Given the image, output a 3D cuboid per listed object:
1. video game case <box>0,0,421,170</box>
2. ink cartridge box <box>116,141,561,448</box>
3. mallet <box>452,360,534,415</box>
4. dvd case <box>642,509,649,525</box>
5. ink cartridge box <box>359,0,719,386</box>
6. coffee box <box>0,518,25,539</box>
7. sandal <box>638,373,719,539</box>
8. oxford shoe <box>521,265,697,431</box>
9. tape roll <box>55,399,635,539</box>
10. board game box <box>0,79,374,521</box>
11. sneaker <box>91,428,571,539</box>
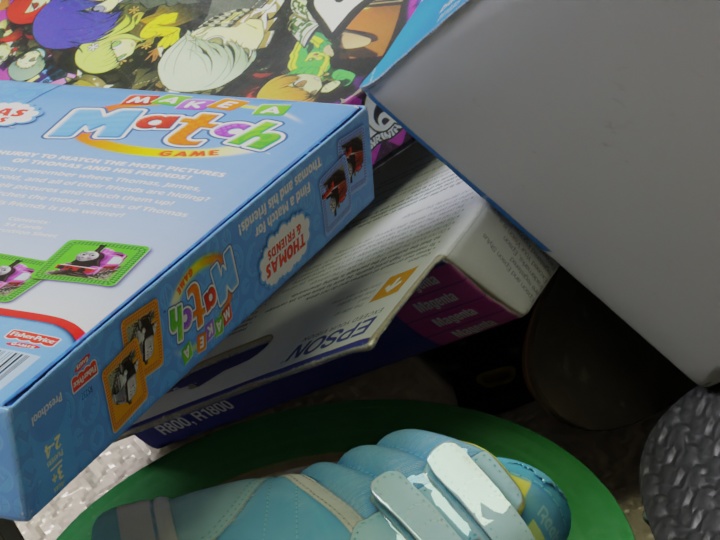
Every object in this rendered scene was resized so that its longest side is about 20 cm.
[{"bbox_3d":[-0.055,-0.089,0.860,0.181,0.036,0.200,-35,46,-16],"label":"video game case"},{"bbox_3d":[0.000,0.000,0.837,0.196,0.043,0.200,-22,23,47],"label":"ink cartridge box"},{"bbox_3d":[0.132,0.020,0.847,0.199,0.041,0.066,-23,37,-4],"label":"mallet"},{"bbox_3d":[0.191,0.015,0.764,0.146,0.022,0.200,15,65,47],"label":"dvd case"},{"bbox_3d":[0.130,-0.101,0.745,0.145,0.147,0.200,-36,18,53],"label":"ink cartridge box"},{"bbox_3d":[-0.090,0.158,0.605,0.080,0.115,0.200,-19,53,-26],"label":"coffee box"},{"bbox_3d":[0.127,0.108,0.699,0.075,0.048,0.201,-33,34,25],"label":"sandal"},{"bbox_3d":[0.107,-0.018,0.842,0.071,0.071,0.200,-22,25,54],"label":"oxford shoe"},{"bbox_3d":[-0.011,0.121,0.743,0.200,0.048,0.201,-10,37,7],"label":"tape roll"},{"bbox_3d":[-0.105,-0.002,0.688,0.151,0.037,0.200,6,28,25],"label":"board game box"},{"bbox_3d":[0.010,0.109,0.647,0.130,0.080,0.200,-21,37,-7],"label":"sneaker"}]
